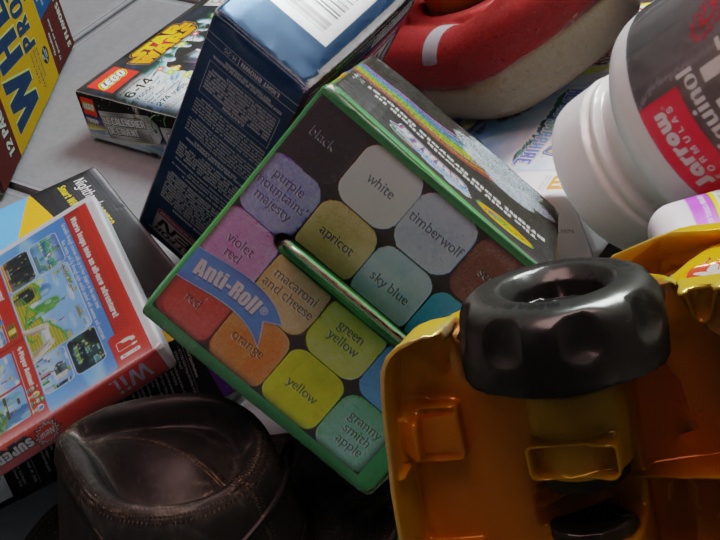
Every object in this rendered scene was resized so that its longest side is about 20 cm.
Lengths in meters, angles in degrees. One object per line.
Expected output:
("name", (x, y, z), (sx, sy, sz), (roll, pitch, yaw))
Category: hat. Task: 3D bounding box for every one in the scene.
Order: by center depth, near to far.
("hat", (-0.085, 0.102, 0.732), (0.200, 0.081, 0.201), (-18, 29, 10))

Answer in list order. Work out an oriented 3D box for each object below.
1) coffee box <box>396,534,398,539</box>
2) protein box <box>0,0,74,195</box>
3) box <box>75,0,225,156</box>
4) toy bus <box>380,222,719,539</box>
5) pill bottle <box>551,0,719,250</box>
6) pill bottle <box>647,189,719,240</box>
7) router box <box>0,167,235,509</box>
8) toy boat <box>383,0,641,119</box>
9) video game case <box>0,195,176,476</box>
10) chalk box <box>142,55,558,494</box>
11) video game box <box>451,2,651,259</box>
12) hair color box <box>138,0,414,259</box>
("coffee box", (0.122, 0.094, 0.715), (0.199, 0.044, 0.123), (-1, 38, 20))
("protein box", (-0.323, -0.145, 1.134), (0.199, 0.135, 0.199), (-7, 35, 12))
("box", (-0.067, -0.141, 1.115), (0.137, 0.040, 0.200), (16, 46, 38))
("toy bus", (0.123, 0.037, 0.542), (0.199, 0.136, 0.192), (-7, 19, 16))
("pill bottle", (0.176, -0.084, 0.726), (0.200, 0.111, 0.111), (-36, 14, 45))
("pill bottle", (0.219, 0.002, 0.668), (0.199, 0.105, 0.104), (-14, 35, 6))
("router box", (-0.170, 0.030, 0.905), (0.149, 0.051, 0.200), (-26, 35, -15))
("toy boat", (0.052, -0.163, 0.925), (0.200, 0.131, 0.130), (8, 42, 47))
("video game case", (-0.192, 0.055, 0.810), (0.200, 0.017, 0.143), (-32, 37, -2))
("chalk box", (0.000, 0.000, 0.728), (0.124, 0.125, 0.200), (-49, 2, 14))
("video game box", (0.085, -0.076, 0.939), (0.182, 0.047, 0.200), (1, 37, 37))
("hair color box", (-0.045, -0.083, 0.883), (0.060, 0.200, 0.100), (41, 58, 5))
